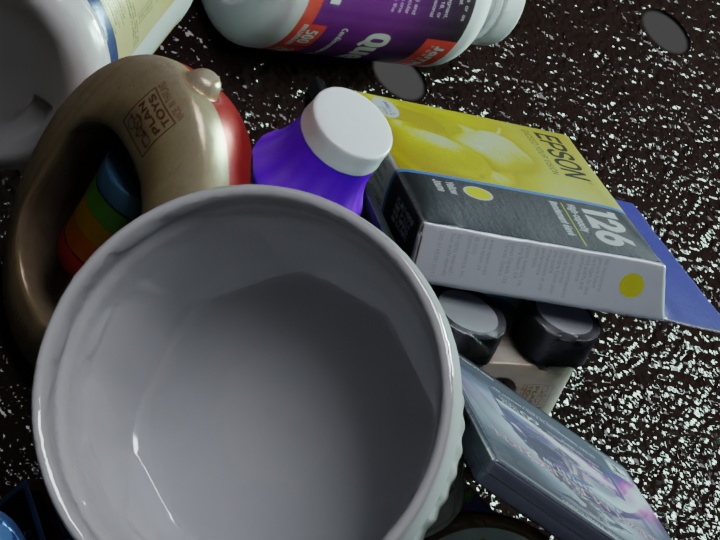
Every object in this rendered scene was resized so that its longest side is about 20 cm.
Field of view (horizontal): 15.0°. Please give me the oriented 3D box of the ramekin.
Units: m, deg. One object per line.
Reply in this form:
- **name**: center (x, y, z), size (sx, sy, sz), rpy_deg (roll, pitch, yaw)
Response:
- **ramekin**: center (-0.043, 0.067, 1.281), size (0.201, 0.200, 0.105), rpy_deg (55, 5, 16)

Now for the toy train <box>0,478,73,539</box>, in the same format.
- **toy train**: center (-0.145, 0.189, 1.274), size (0.114, 0.087, 0.201), rpy_deg (6, 51, -43)

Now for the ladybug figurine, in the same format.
- **ladybug figurine**: center (-0.114, -0.027, 1.399), size (0.072, 0.200, 0.136), rpy_deg (-2, 52, -42)

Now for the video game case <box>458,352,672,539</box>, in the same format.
- **video game case**: center (0.100, 0.104, 1.401), size (0.143, 0.019, 0.200), rpy_deg (35, 8, -16)

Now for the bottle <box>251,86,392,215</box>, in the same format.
- **bottle**: center (-0.052, -0.016, 1.438), size (0.065, 0.200, 0.084), rpy_deg (-20, 69, -46)

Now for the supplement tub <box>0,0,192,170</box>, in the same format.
- **supplement tub**: center (-0.172, -0.163, 1.519), size (0.144, 0.144, 0.200), rpy_deg (37, 39, -5)

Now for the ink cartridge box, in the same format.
- **ink cartridge box**: center (0.102, -0.035, 1.587), size (0.199, 0.047, 0.198), rpy_deg (8, 22, -17)

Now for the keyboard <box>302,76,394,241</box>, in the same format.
- **keyboard**: center (0.000, 0.000, 1.468), size (0.020, 0.127, 0.200), rpy_deg (-13, 46, -9)

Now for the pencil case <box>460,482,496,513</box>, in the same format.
- **pencil case**: center (0.049, 0.154, 1.463), size (0.200, 0.078, 0.087), rpy_deg (41, 20, 0)

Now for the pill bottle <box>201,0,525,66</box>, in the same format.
- **pill bottle**: center (0.005, -0.187, 1.707), size (0.199, 0.113, 0.113), rpy_deg (3, 53, -37)

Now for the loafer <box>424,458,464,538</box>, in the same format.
- **loafer**: center (-0.043, 0.127, 1.359), size (0.199, 0.070, 0.070), rpy_deg (-25, 59, -10)

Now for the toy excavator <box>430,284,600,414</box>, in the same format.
- **toy excavator**: center (0.070, 0.012, 1.604), size (0.194, 0.100, 0.200), rpy_deg (3, 39, -31)

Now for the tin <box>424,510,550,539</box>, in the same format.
- **tin**: center (0.080, 0.218, 1.397), size (0.112, 0.042, 0.201), rpy_deg (-26, 85, -12)
